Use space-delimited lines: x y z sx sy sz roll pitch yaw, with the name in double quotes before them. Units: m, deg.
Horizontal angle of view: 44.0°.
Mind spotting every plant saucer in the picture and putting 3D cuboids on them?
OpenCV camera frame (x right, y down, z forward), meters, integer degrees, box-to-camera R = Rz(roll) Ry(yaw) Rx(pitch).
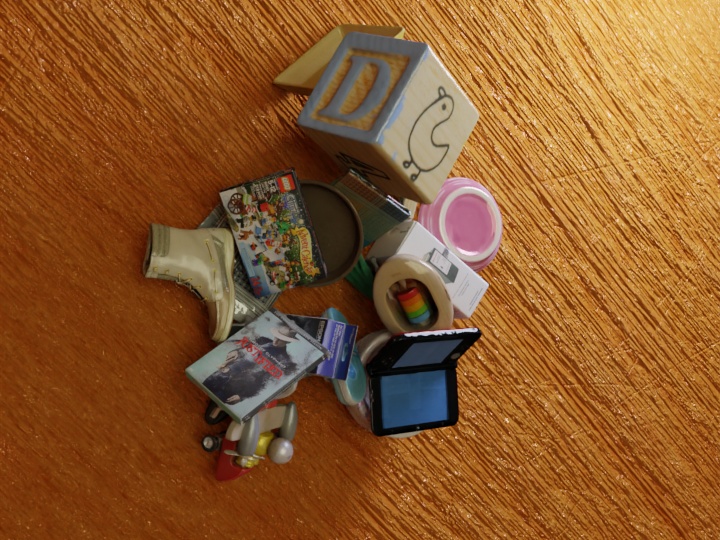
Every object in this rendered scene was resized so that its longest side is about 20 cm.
"plant saucer" -0.089 -0.068 1.597 0.197 0.030 0.203 3 110 10
"plant saucer" 0.213 -0.092 1.820 0.198 0.051 0.203 2 86 -26
"plant saucer" -0.035 -0.381 1.655 0.200 0.199 0.049 -45 128 -21

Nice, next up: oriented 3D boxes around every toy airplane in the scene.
"toy airplane" -0.163 0.267 1.528 0.141 0.200 0.200 38 54 17

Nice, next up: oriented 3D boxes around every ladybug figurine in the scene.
"ladybug figurine" 0.096 0.052 1.614 0.134 0.072 0.202 -19 116 11

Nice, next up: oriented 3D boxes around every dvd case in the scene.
"dvd case" -0.171 0.154 1.486 0.199 0.145 0.022 -34 145 -32

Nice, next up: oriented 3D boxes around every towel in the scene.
"towel" -0.217 -0.020 1.615 0.200 0.034 0.193 41 71 -17
"towel" -0.017 -0.104 1.632 0.146 0.200 0.022 33 55 -19

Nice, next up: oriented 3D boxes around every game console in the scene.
"game console" 0.121 0.197 1.595 0.198 0.173 0.120 -2 57 -33

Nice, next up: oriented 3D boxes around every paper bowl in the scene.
"paper bowl" 0.057 0.212 1.692 0.198 0.104 0.203 2 86 -26

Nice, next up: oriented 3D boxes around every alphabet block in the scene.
"alphabet block" 0.048 -0.257 1.503 0.200 0.195 0.197 38 79 -48

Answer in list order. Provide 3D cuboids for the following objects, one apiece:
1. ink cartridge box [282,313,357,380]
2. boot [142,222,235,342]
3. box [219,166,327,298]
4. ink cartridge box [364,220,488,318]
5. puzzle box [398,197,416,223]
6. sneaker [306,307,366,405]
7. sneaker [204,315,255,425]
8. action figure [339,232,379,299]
"ink cartridge box" -0.097 0.132 1.573 0.039 0.198 0.101 24 74 -47
"boot" -0.293 0.021 1.515 0.153 0.072 0.203 4 76 -29
"box" -0.151 -0.065 1.562 0.135 0.038 0.202 -16 107 5
"ink cartridge box" 0.124 0.003 1.718 0.200 0.146 0.084 40 72 -17
"puzzle box" 0.104 -0.183 1.729 0.025 0.133 0.202 16 78 -3
"sneaker" -0.067 0.179 1.608 0.079 0.130 0.201 38 27 -42
"sneaker" -0.236 0.167 1.583 0.115 0.075 0.201 38 90 13
"action figure" 0.000 0.000 1.693 0.200 0.117 0.055 46 57 -25
